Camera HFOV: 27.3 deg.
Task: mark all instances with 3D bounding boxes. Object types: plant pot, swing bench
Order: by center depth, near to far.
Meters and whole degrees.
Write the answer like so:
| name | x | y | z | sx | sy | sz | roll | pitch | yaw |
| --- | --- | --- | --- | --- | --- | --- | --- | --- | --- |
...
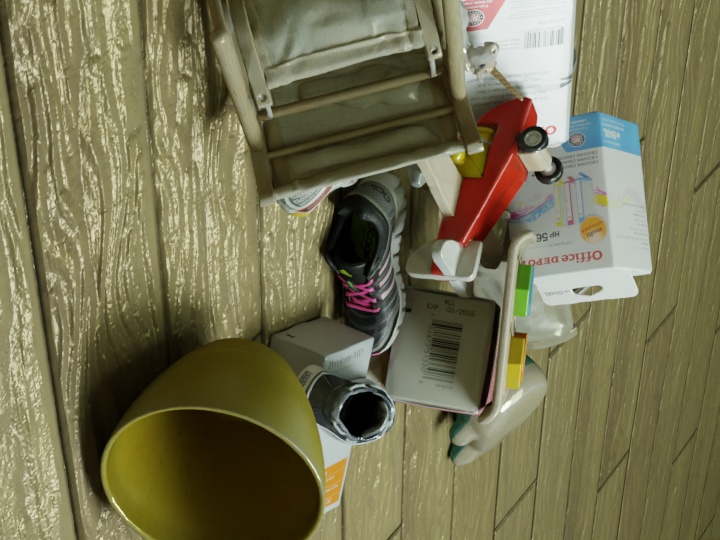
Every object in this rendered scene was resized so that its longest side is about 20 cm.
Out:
| name | x | y | z | sx | sy | sz | roll | pitch | yaw |
| --- | --- | --- | --- | --- | --- | --- | --- | --- | --- |
| swing bench | -0.015 | -0.180 | 1.228 | 0.201 | 0.197 | 0.131 | 76 | 0 | -50 |
| plant pot | -0.119 | 0.146 | 1.334 | 0.143 | 0.198 | 0.201 | -77 | 168 | -51 |
| swing bench | 0.236 | -0.023 | 1.900 | 0.201 | 0.129 | 0.200 | -56 | 151 | -23 |

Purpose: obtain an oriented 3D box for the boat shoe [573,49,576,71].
| name | x | y | z | sx | sy | sz | roll | pitch | yaw |
| --- | --- | --- | --- | --- | --- | --- | --- | --- | --- |
| boat shoe | 0.196 | -0.190 | 1.785 | 0.200 | 0.073 | 0.068 | -56 | 153 | -21 |

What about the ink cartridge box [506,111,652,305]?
| name | x | y | z | sx | sy | sz | roll | pitch | yaw |
| --- | --- | --- | --- | --- | --- | --- | --- | --- | --- |
| ink cartridge box | 0.249 | -0.065 | 1.696 | 0.125 | 0.127 | 0.202 | 6 | 78 | -59 |

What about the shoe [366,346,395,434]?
| name | x | y | z | sx | sy | sz | roll | pitch | yaw |
| --- | --- | --- | --- | --- | --- | --- | --- | --- | --- |
| shoe | 0.016 | 0.110 | 1.694 | 0.070 | 0.053 | 0.201 | -71 | 166 | -46 |

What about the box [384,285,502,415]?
| name | x | y | z | sx | sy | sz | roll | pitch | yaw |
| --- | --- | --- | --- | --- | --- | --- | --- | --- | --- |
| box | 0.101 | 0.094 | 1.689 | 0.200 | 0.108 | 0.129 | 26 | 73 | -79 |

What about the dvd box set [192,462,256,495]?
| name | x | y | z | sx | sy | sz | roll | pitch | yaw |
| --- | --- | --- | --- | --- | --- | --- | --- | --- | --- |
| dvd box set | -0.123 | 0.263 | 1.475 | 0.145 | 0.029 | 0.201 | -20 | 134 | -16 |

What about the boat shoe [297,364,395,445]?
| name | x | y | z | sx | sy | sz | roll | pitch | yaw |
| --- | --- | --- | --- | --- | --- | --- | --- | --- | --- |
| boat shoe | 0.001 | 0.143 | 1.500 | 0.072 | 0.067 | 0.200 | -65 | 153 | -7 |

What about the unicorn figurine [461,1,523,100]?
| name | x | y | z | sx | sy | sz | roll | pitch | yaw |
| --- | --- | --- | --- | --- | --- | --- | --- | --- | --- |
| unicorn figurine | 0.071 | -0.246 | 1.451 | 0.138 | 0.198 | 0.074 | 101 | -14 | -45 |

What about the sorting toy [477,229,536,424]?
| name | x | y | z | sx | sy | sz | roll | pitch | yaw |
| --- | --- | --- | --- | --- | --- | --- | --- | --- | --- |
| sorting toy | 0.163 | 0.059 | 1.570 | 0.185 | 0.036 | 0.202 | 0 | 101 | -82 |

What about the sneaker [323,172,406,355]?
| name | x | y | z | sx | sy | sz | roll | pitch | yaw |
| --- | --- | --- | --- | --- | --- | --- | --- | --- | --- |
| sneaker | 0.000 | 0.000 | 1.554 | 0.087 | 0.073 | 0.202 | -28 | 127 | -53 |

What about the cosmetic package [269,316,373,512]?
| name | x | y | z | sx | sy | sz | roll | pitch | yaw |
| --- | --- | --- | --- | --- | --- | --- | --- | --- | --- |
| cosmetic package | -0.056 | 0.161 | 1.560 | 0.101 | 0.071 | 0.202 | -18 | 124 | -57 |

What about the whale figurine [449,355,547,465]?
| name | x | y | z | sx | sy | sz | roll | pitch | yaw |
| --- | --- | --- | --- | --- | --- | --- | --- | --- | --- |
| whale figurine | 0.166 | 0.179 | 1.988 | 0.158 | 0.104 | 0.201 | -30 | 158 | -34 |

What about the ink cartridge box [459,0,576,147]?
| name | x | y | z | sx | sy | sz | roll | pitch | yaw |
| --- | --- | --- | --- | --- | --- | --- | --- | --- | --- |
| ink cartridge box | 0.147 | -0.230 | 1.575 | 0.083 | 0.145 | 0.201 | -104 | -171 | -50 |

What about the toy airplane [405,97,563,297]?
| name | x | y | z | sx | sy | sz | roll | pitch | yaw |
| --- | --- | --- | --- | --- | --- | --- | --- | --- | --- |
| toy airplane | 0.102 | -0.076 | 1.540 | 0.198 | 0.140 | 0.202 | -22 | 129 | -45 |

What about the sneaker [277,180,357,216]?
| name | x | y | z | sx | sy | sz | roll | pitch | yaw |
| --- | --- | --- | --- | --- | --- | --- | --- | --- | --- |
| sneaker | -0.021 | -0.131 | 1.431 | 0.200 | 0.078 | 0.083 | -43 | 148 | -26 |
